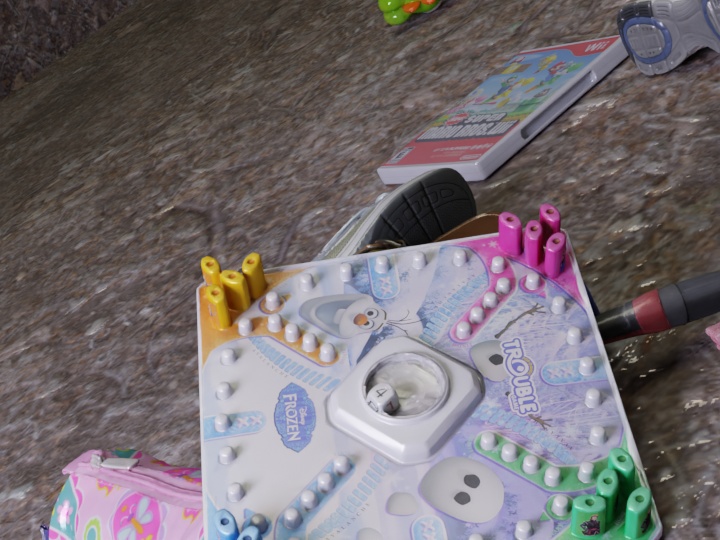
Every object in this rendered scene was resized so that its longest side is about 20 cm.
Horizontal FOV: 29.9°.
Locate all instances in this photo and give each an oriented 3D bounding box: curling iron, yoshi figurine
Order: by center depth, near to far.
[{"bbox_3d":[0.153,0.029,0.687,0.198,0.050,0.026,-26,21,-4],"label":"curling iron"},{"bbox_3d":[0.092,-0.381,1.655,0.199,0.113,0.112,-36,5,-11],"label":"yoshi figurine"}]

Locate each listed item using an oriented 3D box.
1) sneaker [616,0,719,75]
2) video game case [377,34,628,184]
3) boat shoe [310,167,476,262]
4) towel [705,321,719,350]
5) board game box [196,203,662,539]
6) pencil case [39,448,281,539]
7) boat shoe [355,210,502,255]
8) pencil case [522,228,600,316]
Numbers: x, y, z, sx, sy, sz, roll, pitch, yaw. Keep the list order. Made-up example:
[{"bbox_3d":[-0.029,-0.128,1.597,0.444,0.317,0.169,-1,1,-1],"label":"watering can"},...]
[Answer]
[{"bbox_3d":[0.279,-0.200,1.007,0.087,0.075,0.199,-32,20,-22],"label":"sneaker"},{"bbox_3d":[0.122,-0.136,1.147,0.200,0.018,0.142,-40,22,-26],"label":"video game case"},{"bbox_3d":[0.000,0.002,0.914,0.202,0.075,0.064,-47,30,-23],"label":"boat shoe"},{"bbox_3d":[0.253,0.031,0.569,0.143,0.023,0.200,-29,22,-3],"label":"towel"},{"bbox_3d":[0.021,0.054,0.633,0.197,0.026,0.202,-9,44,0],"label":"board game box"},{"bbox_3d":[-0.091,0.140,0.693,0.087,0.088,0.199,-41,23,-28],"label":"pencil case"},{"bbox_3d":[0.028,0.013,0.850,0.200,0.069,0.072,-41,22,-27],"label":"boat shoe"},{"bbox_3d":[0.032,0.055,0.730,0.198,0.078,0.087,-31,43,-5],"label":"pencil case"}]
